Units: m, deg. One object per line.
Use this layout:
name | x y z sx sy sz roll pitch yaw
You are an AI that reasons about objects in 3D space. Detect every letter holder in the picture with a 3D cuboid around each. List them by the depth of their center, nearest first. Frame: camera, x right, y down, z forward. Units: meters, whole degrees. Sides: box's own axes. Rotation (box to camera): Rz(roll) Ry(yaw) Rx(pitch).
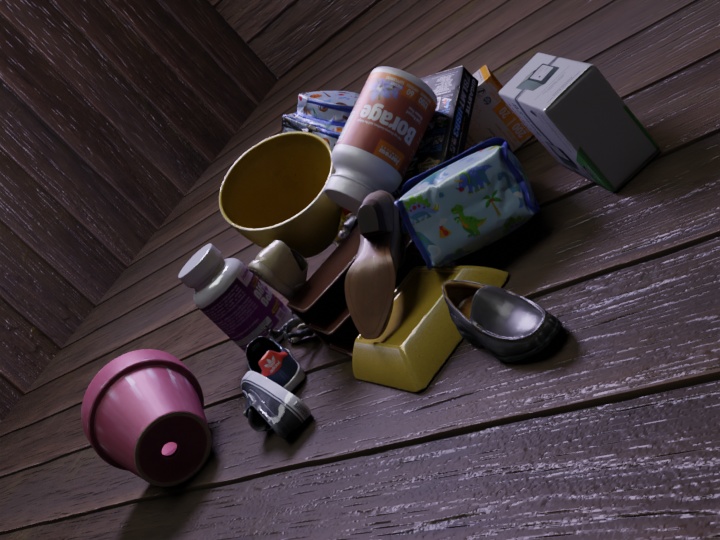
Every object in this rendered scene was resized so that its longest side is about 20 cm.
letter holder | 0.009 0.019 1.446 0.200 0.101 0.142 -49 20 -12

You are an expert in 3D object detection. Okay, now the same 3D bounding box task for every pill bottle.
pill bottle | 0.026 -0.186 1.418 0.201 0.112 0.112 -65 22 -10
pill bottle | -0.222 0.050 1.707 0.112 0.200 0.112 -38 19 16

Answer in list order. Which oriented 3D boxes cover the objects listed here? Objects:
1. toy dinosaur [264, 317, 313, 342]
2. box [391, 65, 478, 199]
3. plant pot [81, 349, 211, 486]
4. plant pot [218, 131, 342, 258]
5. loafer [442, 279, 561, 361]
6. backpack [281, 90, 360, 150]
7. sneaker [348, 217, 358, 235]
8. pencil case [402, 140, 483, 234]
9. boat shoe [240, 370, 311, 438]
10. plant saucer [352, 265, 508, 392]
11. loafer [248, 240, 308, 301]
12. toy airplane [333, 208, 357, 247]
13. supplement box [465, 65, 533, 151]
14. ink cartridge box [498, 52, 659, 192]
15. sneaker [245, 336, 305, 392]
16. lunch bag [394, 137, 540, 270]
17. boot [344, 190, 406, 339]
toy dinosaur | -0.099 0.093 1.569 0.088 0.048 0.200 -14 -11 -36
box | 0.076 -0.202 1.501 0.199 0.050 0.200 -8 60 41
plant pot | -0.330 0.250 1.561 0.200 0.200 0.179 -47 34 -9
plant pot | -0.107 -0.101 1.558 0.199 0.142 0.201 -14 50 17
loafer | 0.152 0.052 1.106 0.073 0.072 0.200 -48 19 -15
backpack | -0.025 -0.228 1.678 0.190 0.155 0.199 32 34 33
sneaker | 0.000 0.000 1.584 0.201 0.084 0.073 -57 43 20
pencil case | 0.130 -0.115 1.497 0.199 0.079 0.087 -33 -21 34
boat shoe | -0.141 0.203 1.426 0.068 0.072 0.200 -48 26 -15
plant saucer | 0.077 0.061 1.289 0.200 0.048 0.200 -50 19 -17
loafer | -0.111 0.005 1.496 0.068 0.076 0.200 -51 -13 -3
toy airplane | -0.016 -0.091 1.719 0.198 0.142 0.199 -14 -1 33
supplement box | 0.166 -0.214 1.567 0.200 0.126 0.074 -39 20 17
ink cartridge box | 0.278 -0.197 1.259 0.084 0.146 0.200 -44 18 5
sneaker | -0.152 0.139 1.552 0.075 0.085 0.200 -49 18 -13
lunch bag | 0.150 -0.096 1.329 0.169 0.128 0.200 -26 0 13
boot | 0.031 -0.010 1.327 0.070 0.202 0.146 1 0 15
